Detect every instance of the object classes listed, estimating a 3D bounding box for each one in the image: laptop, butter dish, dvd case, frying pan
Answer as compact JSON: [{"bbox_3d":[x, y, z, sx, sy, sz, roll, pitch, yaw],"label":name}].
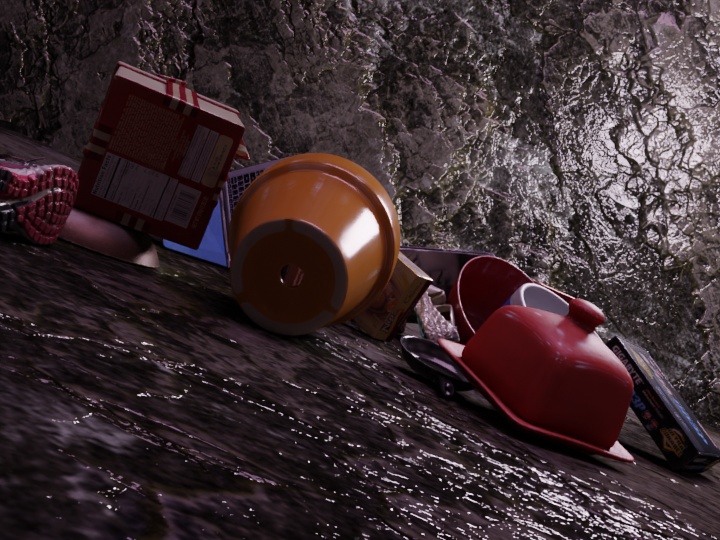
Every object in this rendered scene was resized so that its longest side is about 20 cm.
[{"bbox_3d":[-0.202,-0.111,1.504,0.199,0.188,0.116,-14,-30,6],"label":"laptop"},{"bbox_3d":[0.222,0.101,1.076,0.199,0.148,0.199,23,14,-31],"label":"butter dish"},{"bbox_3d":[0.119,0.029,1.631,0.199,0.150,0.016,5,32,-4],"label":"dvd case"},{"bbox_3d":[0.108,0.127,1.122,0.114,0.031,0.190,20,14,-23],"label":"frying pan"}]

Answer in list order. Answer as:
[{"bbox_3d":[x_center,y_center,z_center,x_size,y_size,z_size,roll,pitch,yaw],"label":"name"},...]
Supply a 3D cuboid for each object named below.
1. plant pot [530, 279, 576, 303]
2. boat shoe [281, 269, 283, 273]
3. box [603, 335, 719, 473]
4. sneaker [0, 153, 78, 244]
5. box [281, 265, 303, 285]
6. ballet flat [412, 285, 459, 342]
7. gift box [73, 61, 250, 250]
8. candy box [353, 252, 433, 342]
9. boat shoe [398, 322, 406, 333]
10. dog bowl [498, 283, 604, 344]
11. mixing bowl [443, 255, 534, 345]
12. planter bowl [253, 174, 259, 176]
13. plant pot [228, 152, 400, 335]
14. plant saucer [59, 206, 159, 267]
[{"bbox_3d":[0.306,0.110,1.742,0.199,0.177,0.200,22,1,-24],"label":"plant pot"},{"bbox_3d":[-0.064,0.028,1.548,0.201,0.063,0.074,35,-31,-11],"label":"boat shoe"},{"bbox_3d":[0.429,0.195,1.371,0.159,0.046,0.201,21,33,-55],"label":"box"},{"bbox_3d":[-0.333,-0.076,0.888,0.074,0.081,0.200,21,2,15],"label":"sneaker"},{"bbox_3d":[-0.071,0.009,1.322,0.075,0.101,0.200,22,1,-8],"label":"box"},{"bbox_3d":[0.112,0.064,1.507,0.071,0.072,0.200,22,25,-24],"label":"ballet flat"},{"bbox_3d":[-0.237,-0.131,1.161,0.199,0.185,0.187,25,9,-19],"label":"gift box"},{"bbox_3d":[0.000,0.000,1.430,0.200,0.116,0.055,42,12,32],"label":"candy box"},{"bbox_3d":[0.036,0.027,1.574,0.071,0.065,0.200,19,-29,40],"label":"boat shoe"},{"bbox_3d":[0.287,0.119,1.429,0.200,0.079,0.201,33,27,-19],"label":"dog bowl"},{"bbox_3d":[0.210,0.090,1.568,0.199,0.201,0.108,22,-41,-22],"label":"mixing bowl"},{"bbox_3d":[-0.154,-0.055,1.610,0.199,0.201,0.084,22,34,-3],"label":"planter bowl"},{"bbox_3d":[-0.063,-0.016,1.057,0.199,0.201,0.183,22,18,1],"label":"plant pot"},{"bbox_3d":[-0.327,-0.057,1.130,0.199,0.037,0.200,22,2,-1],"label":"plant saucer"}]
